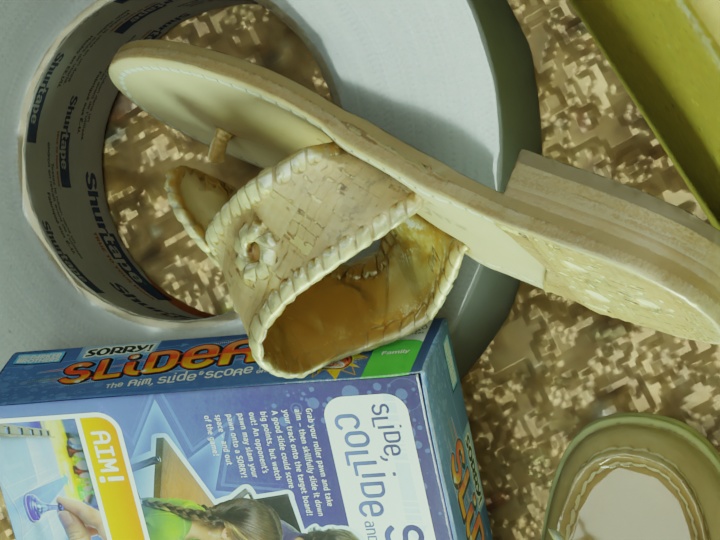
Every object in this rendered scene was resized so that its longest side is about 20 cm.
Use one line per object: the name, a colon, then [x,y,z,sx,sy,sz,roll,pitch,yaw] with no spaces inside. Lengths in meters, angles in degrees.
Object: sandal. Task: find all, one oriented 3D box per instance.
sandal: [-0.003,-0.002,0.688,0.211,0.078,0.070,18,76,34]

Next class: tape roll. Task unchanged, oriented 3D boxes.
tape roll: [-0.045,-0.035,0.805,0.199,0.066,0.201,0,90,16]

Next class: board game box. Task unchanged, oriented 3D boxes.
board game box: [-0.023,0.114,0.769,0.135,0.034,0.201,-4,115,16]

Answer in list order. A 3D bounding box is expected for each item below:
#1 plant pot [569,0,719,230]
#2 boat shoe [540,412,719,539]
plant pot: [0.147,-0.087,0.678,0.194,0.200,0.196,-34,81,14]
boat shoe: [0.079,0.142,0.743,0.073,0.063,0.201,-3,89,19]
